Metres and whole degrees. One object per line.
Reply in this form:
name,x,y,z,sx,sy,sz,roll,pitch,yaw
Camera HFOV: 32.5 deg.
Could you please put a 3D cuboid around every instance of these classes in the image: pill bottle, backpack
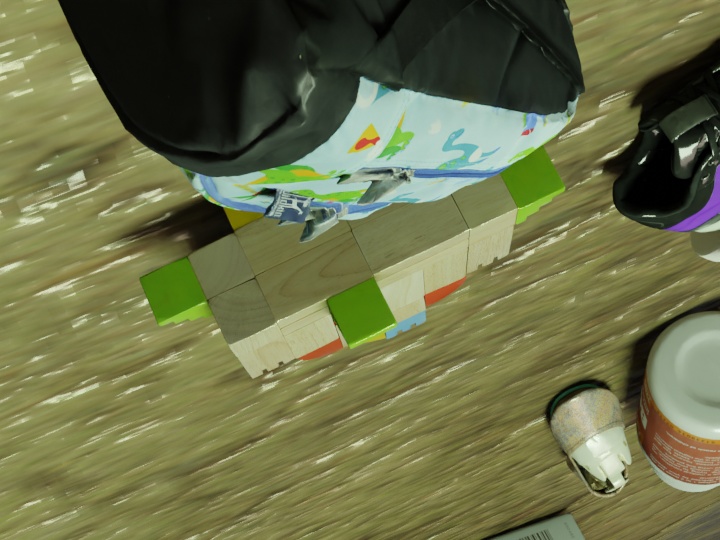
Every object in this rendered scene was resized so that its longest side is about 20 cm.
pill bottle,0.301,0.125,1.086,0.112,0.112,0.200,-25,152,-6
backpack,-0.007,-0.091,0.419,0.200,0.163,0.154,-9,156,-44

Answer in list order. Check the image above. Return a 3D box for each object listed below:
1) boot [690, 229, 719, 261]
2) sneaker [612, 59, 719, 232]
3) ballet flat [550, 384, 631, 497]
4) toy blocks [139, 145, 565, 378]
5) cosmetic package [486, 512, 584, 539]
boot,0.294,-0.068,0.767,0.090,0.073,0.200,17,136,-14
sneaker,0.214,-0.088,0.695,0.099,0.070,0.200,-3,143,-35
ballet flat,0.218,0.161,1.120,0.068,0.067,0.200,-30,152,3
toy blocks,0.000,0.000,0.644,0.200,0.100,0.137,-26,164,-4
cosmetic package,0.172,0.403,1.381,0.165,0.165,0.200,-14,149,-23
